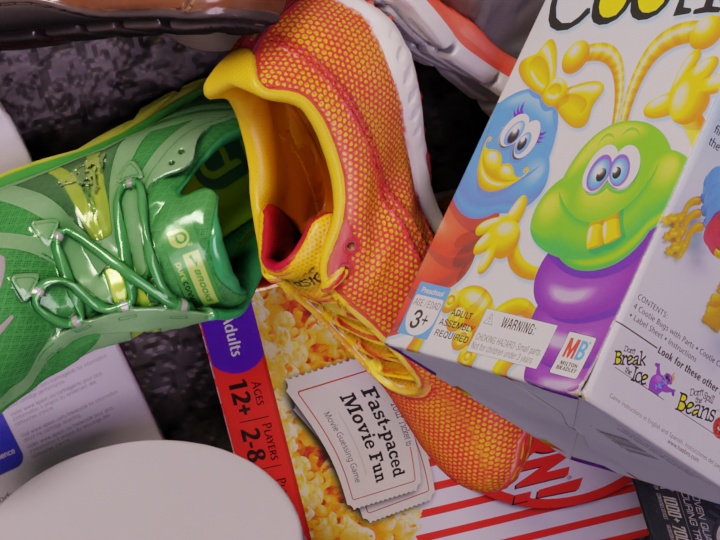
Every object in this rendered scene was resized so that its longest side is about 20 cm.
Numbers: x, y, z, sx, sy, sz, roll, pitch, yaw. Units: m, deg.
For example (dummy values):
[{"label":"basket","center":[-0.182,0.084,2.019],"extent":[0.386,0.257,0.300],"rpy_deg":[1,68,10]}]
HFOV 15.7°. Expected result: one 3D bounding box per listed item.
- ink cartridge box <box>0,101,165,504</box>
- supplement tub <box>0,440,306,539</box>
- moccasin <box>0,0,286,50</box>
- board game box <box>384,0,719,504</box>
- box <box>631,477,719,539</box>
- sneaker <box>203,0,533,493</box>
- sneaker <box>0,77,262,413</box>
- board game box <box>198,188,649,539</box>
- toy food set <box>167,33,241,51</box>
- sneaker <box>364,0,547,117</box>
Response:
[{"label":"ink cartridge box","center":[-0.149,0.014,0.975],"extent":[0.095,0.037,0.200],"rpy_deg":[-24,118,-4]},{"label":"supplement tub","center":[-0.070,0.177,0.982],"extent":[0.140,0.140,0.200],"rpy_deg":[-14,130,-8]},{"label":"moccasin","center":[-0.119,-0.114,0.873],"extent":[0.074,0.201,0.078],"rpy_deg":[-2,91,-58]},{"label":"board game box","center":[0.113,-0.036,0.877],"extent":[0.105,0.103,0.200],"rpy_deg":[33,78,-37]},{"label":"box","center":[0.191,0.090,0.998],"extent":[0.164,0.086,0.200],"rpy_deg":[-52,137,-37]},{"label":"sneaker","center":[0.000,0.000,0.908],"extent":[0.077,0.073,0.200],"rpy_deg":[-41,116,-31]},{"label":"sneaker","center":[-0.086,-0.009,0.923],"extent":[0.200,0.084,0.074],"rpy_deg":[-37,119,-24]},{"label":"board game box","center":[0.047,0.043,1.014],"extent":[0.200,0.046,0.152],"rpy_deg":[-14,118,0]},{"label":"toy food set","center":[0.001,-0.175,0.930],"extent":[0.200,0.060,0.144],"rpy_deg":[-20,127,-4]},{"label":"sneaker","center":[0.045,-0.108,0.921],"extent":[0.200,0.077,0.082],"rpy_deg":[34,85,-37]}]
